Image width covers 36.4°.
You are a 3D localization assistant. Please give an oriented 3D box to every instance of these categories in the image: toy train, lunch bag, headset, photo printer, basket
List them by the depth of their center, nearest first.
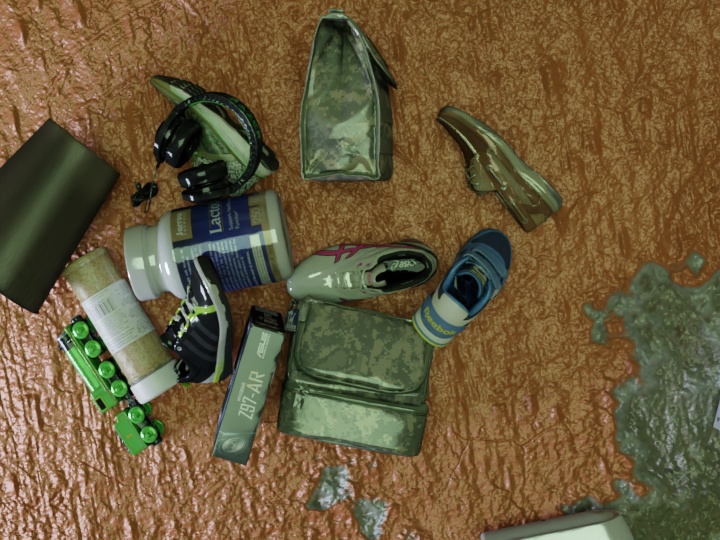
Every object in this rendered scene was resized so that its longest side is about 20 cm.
[{"bbox_3d":[-0.013,-0.211,1.349,0.116,0.164,0.203,0,93,5],"label":"lunch bag"},{"bbox_3d":[-0.207,-0.138,1.362,0.199,0.094,0.124,-33,96,19],"label":"headset"},{"bbox_3d":[-0.406,-0.078,1.370,0.180,0.136,0.201,34,85,31],"label":"basket"},{"bbox_3d":[-0.005,0.130,1.378,0.197,0.139,0.170,11,91,0],"label":"lunch bag"},{"bbox_3d":[0.268,0.404,1.425,0.197,0.069,0.169,-11,93,0],"label":"photo printer"},{"bbox_3d":[-0.328,0.150,1.428,0.056,0.042,0.201,-33,92,12],"label":"toy train"}]

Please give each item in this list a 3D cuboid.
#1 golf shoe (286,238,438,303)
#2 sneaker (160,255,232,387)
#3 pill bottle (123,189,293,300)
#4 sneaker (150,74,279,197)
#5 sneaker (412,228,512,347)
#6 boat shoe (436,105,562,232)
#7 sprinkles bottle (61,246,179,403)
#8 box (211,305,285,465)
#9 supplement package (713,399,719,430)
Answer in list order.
[{"bbox_3d":[0.000,0.000,1.395,0.197,0.092,0.074,-12,95,2],"label":"golf shoe"},{"bbox_3d":[-0.202,0.073,1.331,0.082,0.072,0.202,-12,132,-16],"label":"sneaker"},{"bbox_3d":[-0.190,-0.027,1.381,0.197,0.116,0.117,-12,93,0],"label":"pill bottle"},{"bbox_3d":[-0.202,-0.169,1.401,0.200,0.077,0.089,42,104,2],"label":"sneaker"},{"bbox_3d":[0.143,0.010,1.363,0.074,0.082,0.200,37,52,2],"label":"sneaker"},{"bbox_3d":[0.167,-0.129,1.400,0.200,0.076,0.072,43,94,0],"label":"boat shoe"},{"bbox_3d":[-0.305,0.070,1.408,0.068,0.068,0.201,-31,92,1],"label":"sprinkles bottle"},{"bbox_3d":[-0.136,0.135,1.345,0.043,0.200,0.162,17,93,-7],"label":"box"},{"bbox_3d":[0.577,0.163,1.374,0.198,0.151,0.154,14,93,-1],"label":"supplement package"}]
